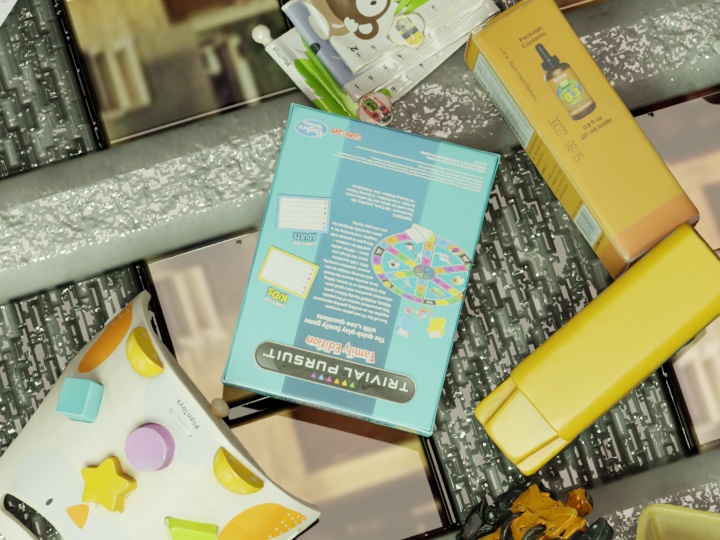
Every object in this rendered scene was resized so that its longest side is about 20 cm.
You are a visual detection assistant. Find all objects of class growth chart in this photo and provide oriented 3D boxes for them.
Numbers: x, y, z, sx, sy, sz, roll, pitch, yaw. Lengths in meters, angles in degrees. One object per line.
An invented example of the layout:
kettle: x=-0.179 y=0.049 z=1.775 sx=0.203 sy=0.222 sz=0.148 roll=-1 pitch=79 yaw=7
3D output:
growth chart: x=0.019 y=-0.196 z=1.842 sx=0.145 sy=0.018 sz=0.200 roll=43 pitch=79 yaw=7

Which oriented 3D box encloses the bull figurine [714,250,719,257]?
bull figurine: x=0.326 y=0.046 z=1.759 sx=0.200 sy=0.121 sz=0.065 roll=40 pitch=103 yaw=0

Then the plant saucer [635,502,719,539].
plant saucer: x=0.272 y=0.272 z=1.726 sx=0.199 sy=0.048 sz=0.201 roll=10 pitch=68 yaw=0

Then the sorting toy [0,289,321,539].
sorting toy: x=-0.163 y=0.146 z=1.735 sx=0.180 sy=0.107 sz=0.200 roll=-41 pitch=82 yaw=10

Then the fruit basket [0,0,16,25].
fruit basket: x=-0.357 y=-0.196 z=1.788 sx=0.200 sy=0.094 sz=0.186 roll=33 pitch=78 yaw=1

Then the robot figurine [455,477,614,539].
robot figurine: x=0.085 y=0.222 z=1.708 sx=0.200 sy=0.145 sz=0.058 roll=-41 pitch=117 yaw=-10

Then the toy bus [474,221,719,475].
toy bus: x=0.168 y=0.056 z=1.743 sx=0.200 sy=0.078 sz=0.065 roll=-41 pitch=83 yaw=8

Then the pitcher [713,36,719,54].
pitcher: x=0.343 y=-0.249 z=1.823 sx=0.171 sy=0.121 sz=0.201 roll=5 pitch=88 yaw=-11

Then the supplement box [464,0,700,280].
supplement box: x=0.154 y=-0.096 z=1.803 sx=0.066 sy=0.069 sz=0.200 roll=-31 pitch=83 yaw=-9

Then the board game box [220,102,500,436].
board game box: x=0.000 y=0.000 z=1.775 sx=0.151 sy=0.047 sz=0.201 roll=14 pitch=84 yaw=0
